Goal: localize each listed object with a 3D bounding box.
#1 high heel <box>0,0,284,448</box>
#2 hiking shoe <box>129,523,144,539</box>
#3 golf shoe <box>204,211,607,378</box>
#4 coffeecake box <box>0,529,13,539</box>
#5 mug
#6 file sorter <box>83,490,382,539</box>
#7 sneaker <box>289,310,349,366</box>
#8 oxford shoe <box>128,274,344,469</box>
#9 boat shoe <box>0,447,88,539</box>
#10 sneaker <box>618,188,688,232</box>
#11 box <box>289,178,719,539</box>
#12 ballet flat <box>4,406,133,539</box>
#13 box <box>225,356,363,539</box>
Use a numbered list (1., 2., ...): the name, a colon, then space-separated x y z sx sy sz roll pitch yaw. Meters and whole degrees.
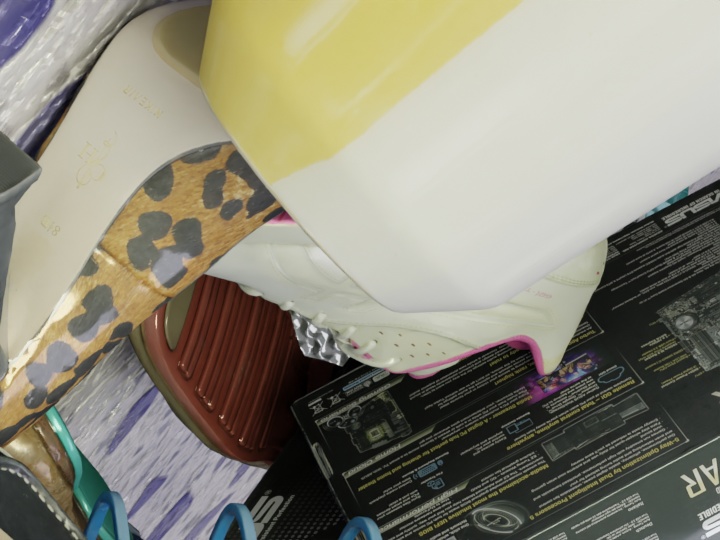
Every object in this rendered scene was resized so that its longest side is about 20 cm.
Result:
1. high heel: -0.068 -0.010 0.820 0.200 0.071 0.143 -23 148 -36
2. hiking shoe: -0.122 0.167 1.201 0.074 0.087 0.200 -52 170 4
3. golf shoe: 0.000 0.000 0.908 0.075 0.199 0.092 -126 -139 -59
4. coffeecake box: -0.168 0.147 0.721 0.200 0.153 0.073 -56 168 27
5. mug: 0.029 -0.083 0.677 0.153 0.187 0.149 -41 172 7
6. file sorter: -0.093 0.153 0.865 0.139 0.199 0.123 -103 -152 -45
7. sneaker: 0.011 -0.002 1.240 0.200 0.070 0.100 -30 -148 -3
8. oxford shoe: -0.064 0.045 1.087 0.071 0.075 0.200 -70 155 -17
9. boat shoe: -0.065 0.132 0.750 0.062 0.200 0.075 -33 176 30
10. sneaker: 0.069 -0.029 1.026 0.199 0.080 0.072 -6 100 -37
11. box: 0.086 0.055 0.957 0.199 0.044 0.160 -28 -152 -3
12. ballet flat: -0.133 0.089 0.966 0.072 0.068 0.200 -29 167 -6
13. box: 0.046 0.091 1.024 0.200 0.193 0.048 -53 130 -39
